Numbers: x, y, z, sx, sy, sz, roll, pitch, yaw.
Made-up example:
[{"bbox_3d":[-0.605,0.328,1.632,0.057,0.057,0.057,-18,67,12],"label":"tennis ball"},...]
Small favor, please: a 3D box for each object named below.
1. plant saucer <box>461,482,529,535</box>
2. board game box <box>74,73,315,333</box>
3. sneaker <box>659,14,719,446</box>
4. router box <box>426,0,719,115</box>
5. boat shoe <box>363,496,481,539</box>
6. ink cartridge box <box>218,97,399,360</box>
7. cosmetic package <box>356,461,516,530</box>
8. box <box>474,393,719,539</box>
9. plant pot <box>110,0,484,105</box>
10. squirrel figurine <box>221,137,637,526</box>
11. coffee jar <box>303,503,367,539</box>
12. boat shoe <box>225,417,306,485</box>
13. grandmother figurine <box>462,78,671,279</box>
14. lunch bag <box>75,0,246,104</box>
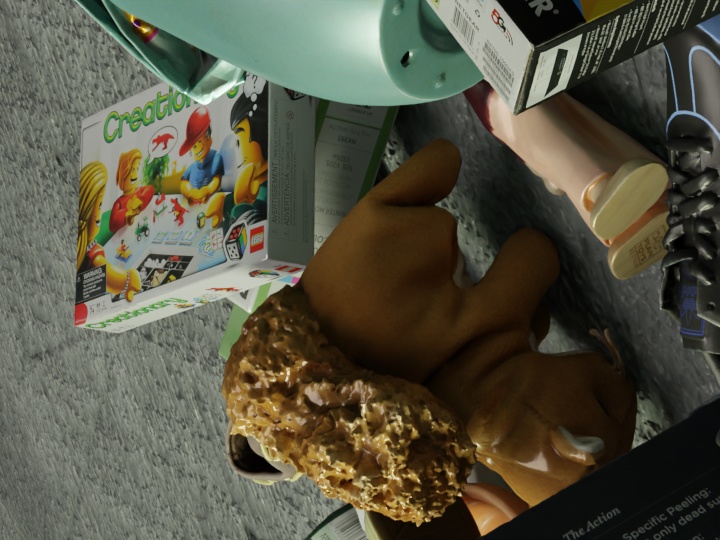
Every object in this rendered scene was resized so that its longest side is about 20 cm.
[{"bbox_3d":[0.089,0.212,1.402,0.200,0.037,0.201,39,135,55],"label":"plant saucer"},{"bbox_3d":[-0.094,-0.045,1.429,0.200,0.035,0.127,-19,66,51],"label":"board game box"},{"bbox_3d":[0.160,-0.017,1.091,0.070,0.078,0.201,5,119,66],"label":"sneaker"},{"bbox_3d":[0.069,-0.175,1.024,0.200,0.149,0.051,54,157,22],"label":"router box"},{"bbox_3d":[0.050,0.197,1.355,0.063,0.073,0.201,96,154,-44],"label":"boat shoe"},{"bbox_3d":[-0.052,-0.032,1.450,0.104,0.059,0.201,32,108,53],"label":"ink cartridge box"},{"bbox_3d":[0.044,0.109,1.539,0.200,0.052,0.151,22,133,59],"label":"cosmetic package"},{"bbox_3d":[0.152,0.194,1.187,0.200,0.196,0.118,46,154,38],"label":"box"},{"bbox_3d":[-0.002,-0.167,1.149,0.161,0.200,0.201,35,146,32],"label":"plant pot"},{"bbox_3d":[0.039,0.065,1.312,0.187,0.200,0.142,45,145,12],"label":"squirrel figurine"},{"bbox_3d":[0.044,0.244,1.644,0.200,0.085,0.104,50,159,32],"label":"coffee jar"},{"bbox_3d":[-0.042,0.093,1.551,0.072,0.059,0.200,64,166,3],"label":"boat shoe"},{"bbox_3d":[0.080,-0.079,1.238,0.200,0.060,0.121,50,166,37],"label":"grandmother figurine"},{"bbox_3d":[-0.091,-0.203,1.324,0.170,0.121,0.201,-79,-22,-64],"label":"lunch bag"}]
